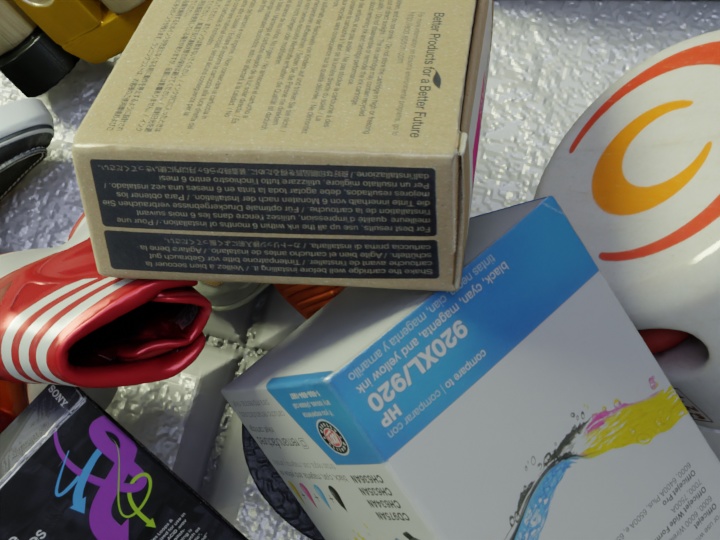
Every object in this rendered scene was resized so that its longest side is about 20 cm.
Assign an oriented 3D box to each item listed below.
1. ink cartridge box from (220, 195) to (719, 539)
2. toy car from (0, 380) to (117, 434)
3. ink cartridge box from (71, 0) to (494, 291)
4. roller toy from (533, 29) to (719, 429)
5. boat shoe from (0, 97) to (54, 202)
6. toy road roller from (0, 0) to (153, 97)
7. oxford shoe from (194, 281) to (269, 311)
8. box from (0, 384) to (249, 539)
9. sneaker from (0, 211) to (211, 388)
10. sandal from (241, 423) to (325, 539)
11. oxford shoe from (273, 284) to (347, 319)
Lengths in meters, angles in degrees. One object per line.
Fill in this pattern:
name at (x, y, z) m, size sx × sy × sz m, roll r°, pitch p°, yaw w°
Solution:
ink cartridge box at (0.061, 0.094, 0.660) m, size 0.144 × 0.147 × 0.201 m, roll -38°, pitch 100°, yaw -24°
toy car at (-0.219, 0.095, 0.711) m, size 0.173 × 0.150 × 0.202 m, roll 0°, pitch 100°, yaw 3°
ink cartridge box at (-0.025, -0.079, 0.634) m, size 0.163 × 0.076 × 0.201 m, roll 3°, pitch 37°, yaw 8°
roller toy at (0.191, -0.017, 0.704) m, size 0.199 × 0.140 × 0.183 m, roll -34°, pitch 33°, yaw 24°
boat shoe at (-0.255, -0.022, 0.813) m, size 0.199 × 0.072 × 0.071 m, roll -37°, pitch 83°, yaw 4°
toy road roller at (-0.168, -0.209, 0.799) m, size 0.199 × 0.123 × 0.147 m, roll -14°, pitch 41°, yaw 43°
oxford shoe at (-0.034, -0.060, 0.808) m, size 0.075 × 0.058 × 0.200 m, roll 39°, pitch 79°, yaw 15°
box at (-0.136, 0.162, 0.688) m, size 0.143 × 0.200 × 0.036 m, roll -46°, pitch 42°, yaw -10°
sneaker at (-0.096, 0.008, 0.666) m, size 0.115 × 0.079 × 0.200 m, roll 12°, pitch 35°, yaw 32°
sandal at (0.009, 0.135, 0.762) m, size 0.200 × 0.045 × 0.075 m, roll 44°, pitch 85°, yaw -1°
oxford shoe at (0.000, 0.000, 0.764) m, size 0.073 × 0.071 × 0.201 m, roll -38°, pitch 105°, yaw -26°
